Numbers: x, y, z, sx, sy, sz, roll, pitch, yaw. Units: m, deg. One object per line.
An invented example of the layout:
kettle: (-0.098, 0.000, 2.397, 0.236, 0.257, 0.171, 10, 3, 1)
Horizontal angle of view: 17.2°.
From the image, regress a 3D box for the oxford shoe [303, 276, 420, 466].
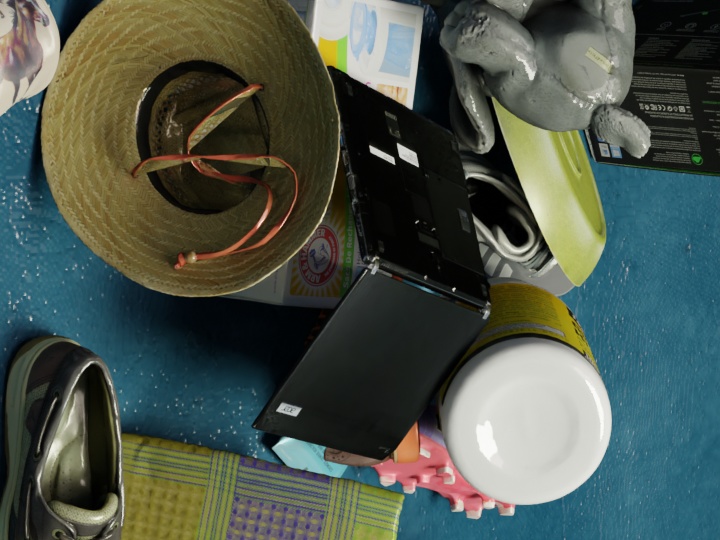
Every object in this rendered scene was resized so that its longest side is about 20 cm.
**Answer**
oxford shoe: (-0.006, 0.032, 1.604, 0.071, 0.072, 0.202, 88, -5, -70)

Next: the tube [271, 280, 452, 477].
tube: (0.009, 0.062, 1.661, 0.201, 0.050, 0.078, -57, 134, -18)

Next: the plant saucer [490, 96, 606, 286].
plant saucer: (0.135, -0.088, 1.699, 0.200, 0.031, 0.202, -20, 90, -78)

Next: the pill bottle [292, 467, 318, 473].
pill bottle: (-0.073, 0.229, 1.543, 0.109, 0.109, 0.202, 6, 92, -50)

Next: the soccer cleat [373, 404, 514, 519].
soccer cleat: (0.059, 0.123, 1.710, 0.200, 0.066, 0.077, 33, 52, -55)

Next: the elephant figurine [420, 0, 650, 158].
elephant figurine: (0.101, -0.150, 1.572, 0.140, 0.200, 0.157, 12, 80, -15)

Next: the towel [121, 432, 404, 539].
towel: (-0.079, 0.186, 1.479, 0.023, 0.198, 0.145, 38, 61, -78)

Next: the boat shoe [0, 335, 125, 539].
boat shoe: (-0.176, 0.142, 1.431, 0.071, 0.066, 0.203, -4, 97, -32)

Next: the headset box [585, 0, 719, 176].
headset box: (0.292, -0.164, 1.849, 0.200, 0.173, 0.093, -42, 125, -38)

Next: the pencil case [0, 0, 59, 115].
pencil case: (-0.253, -0.099, 1.295, 0.200, 0.077, 0.090, -37, 143, -39)

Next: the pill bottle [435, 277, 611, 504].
pill bottle: (0.105, 0.073, 1.628, 0.200, 0.111, 0.113, -97, -179, -73)

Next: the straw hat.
straw hat: (-0.088, -0.076, 1.434, 0.085, 0.199, 0.203, 18, 83, -69)

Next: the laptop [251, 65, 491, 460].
laptop: (0.000, 0.000, 1.493, 0.177, 0.103, 0.202, 22, 53, -61)

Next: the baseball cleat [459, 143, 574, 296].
baseball cleat: (0.110, -0.021, 1.714, 0.070, 0.106, 0.200, -50, 131, 5)

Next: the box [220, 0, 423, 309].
box: (-0.041, -0.079, 1.529, 0.112, 0.101, 0.202, 2, 95, -50)
